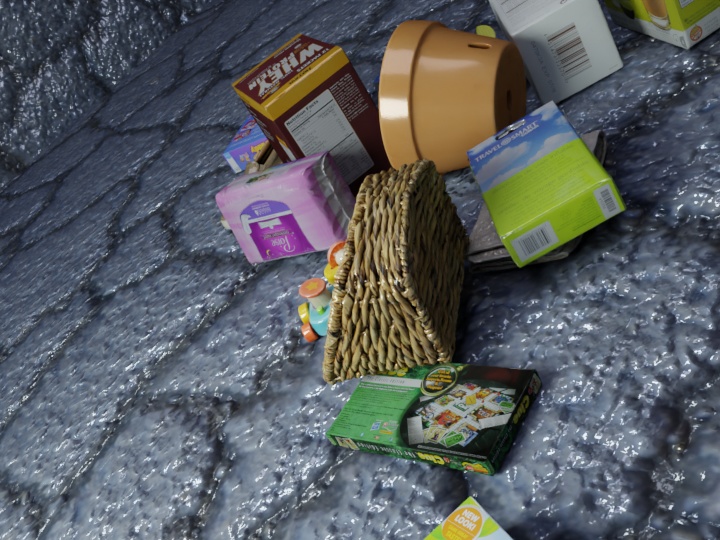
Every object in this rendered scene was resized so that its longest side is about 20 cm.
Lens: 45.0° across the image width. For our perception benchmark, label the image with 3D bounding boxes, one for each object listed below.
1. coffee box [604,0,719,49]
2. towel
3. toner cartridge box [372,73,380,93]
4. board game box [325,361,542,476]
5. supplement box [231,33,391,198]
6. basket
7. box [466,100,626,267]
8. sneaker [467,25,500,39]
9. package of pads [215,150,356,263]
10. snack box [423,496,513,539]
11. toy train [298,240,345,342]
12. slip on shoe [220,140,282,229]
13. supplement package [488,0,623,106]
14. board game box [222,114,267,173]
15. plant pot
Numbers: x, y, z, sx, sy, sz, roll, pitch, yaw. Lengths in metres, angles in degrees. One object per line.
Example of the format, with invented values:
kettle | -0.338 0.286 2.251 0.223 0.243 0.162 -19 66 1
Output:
coffee box | 0.408 -0.435 1.089 0.199 0.199 0.200 -34 28 2
towel | 0.194 -0.079 0.965 0.131 0.035 0.201 -11 37 36
toner cartridge box | 0.117 -0.324 1.399 0.198 0.043 0.095 4 47 50
board game box | 0.064 0.130 0.809 0.198 0.024 0.105 -1 45 46
supplement box | -0.060 -0.211 1.258 0.132 0.201 0.197 -37 29 -6
basket | 0.013 -0.007 0.878 0.147 0.144 0.202 -13 39 26
box | 0.186 -0.097 0.914 0.121 0.048 0.201 -29 29 13
sneaker | 0.142 -0.260 1.260 0.199 0.081 0.075 -38 51 33
package of pads | -0.095 -0.081 1.176 0.198 0.122 0.076 -9 26 44
snack box | 0.081 0.259 0.568 0.142 0.053 0.200 -39 29 -9
toy train | 0.000 0.000 1.034 0.149 0.056 0.201 -2 43 46
slip on shoe | -0.171 -0.153 1.437 0.075 0.061 0.201 6 49 50
supplement package | 0.258 -0.330 1.180 0.116 0.118 0.201 -27 29 14
board game box | -0.144 -0.260 1.583 0.198 0.045 0.135 -15 35 33
plant pot | 0.126 -0.215 1.098 0.138 0.202 0.201 4 45 26
